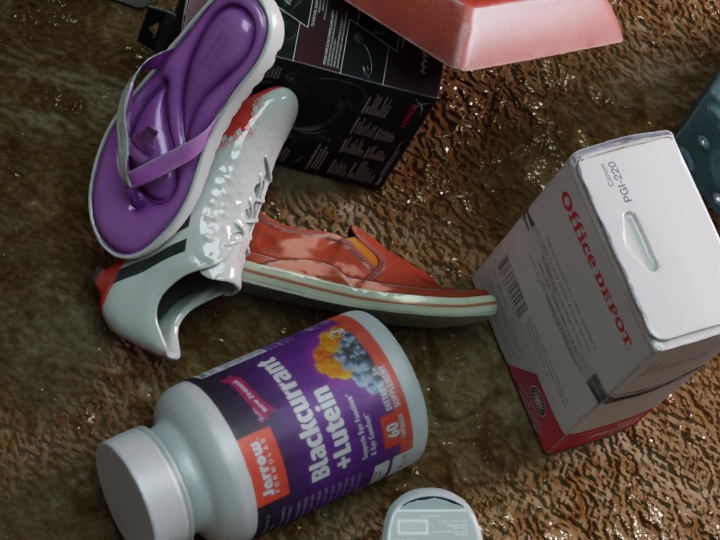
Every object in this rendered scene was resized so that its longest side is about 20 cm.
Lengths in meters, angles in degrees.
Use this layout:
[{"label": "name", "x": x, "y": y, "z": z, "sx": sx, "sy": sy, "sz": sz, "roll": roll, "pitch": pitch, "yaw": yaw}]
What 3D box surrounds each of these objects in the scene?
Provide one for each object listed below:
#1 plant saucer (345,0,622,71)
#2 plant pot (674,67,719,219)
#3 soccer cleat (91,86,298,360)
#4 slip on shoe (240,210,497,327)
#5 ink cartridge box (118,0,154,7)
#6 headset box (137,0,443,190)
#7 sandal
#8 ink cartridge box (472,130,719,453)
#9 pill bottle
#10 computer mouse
[{"label": "plant saucer", "x": 0.059, "y": -0.208, "z": 1.497, "sx": 0.200, "sy": 0.037, "sz": 0.199, "roll": 35, "pitch": 31, "yaw": 29}, {"label": "plant pot", "x": 0.346, "y": -0.113, "z": 1.601, "sx": 0.199, "sy": 0.196, "sz": 0.196, "roll": -31, "pitch": 78, "yaw": -17}, {"label": "soccer cleat", "x": -0.096, "y": -0.031, "z": 1.454, "sx": 0.085, "sy": 0.069, "sz": 0.200, "roll": 39, "pitch": 91, "yaw": 29}, {"label": "slip on shoe", "x": 0.000, "y": 0.000, "z": 1.506, "sx": 0.199, "sy": 0.074, "sz": 0.062, "roll": 13, "pitch": 80, "yaw": -5}, {"label": "ink cartridge box", "x": -0.187, "y": -0.310, "z": 1.585, "sx": 0.146, "sy": 0.083, "sz": 0.201, "roll": 17, "pitch": 64, "yaw": -8}, {"label": "headset box", "x": -0.056, "y": -0.140, "z": 1.511, "sx": 0.199, "sy": 0.149, "sz": 0.078, "roll": 15, "pitch": 63, "yaw": -9}, {"label": "sandal", "x": -0.125, "y": -0.100, "z": 1.403, "sx": 0.082, "sy": 0.203, "sz": 0.050, "roll": 39, "pitch": 18, "yaw": 23}, {"label": "ink cartridge box", "x": 0.166, "y": 0.017, "z": 1.477, "sx": 0.084, "sy": 0.200, "sz": 0.146, "roll": -15, "pitch": 72, "yaw": -22}, {"label": "pill bottle", "x": -0.065, "y": 0.111, "z": 1.417, "sx": 0.199, "sy": 0.111, "sz": 0.112, "roll": -23, "pitch": 75, "yaw": -24}, {"label": "computer mouse", "x": 0.050, "y": 0.244, "z": 1.432, "sx": 0.109, "sy": 0.044, "sz": 0.201, "roll": 2, "pitch": 72, "yaw": -10}]
